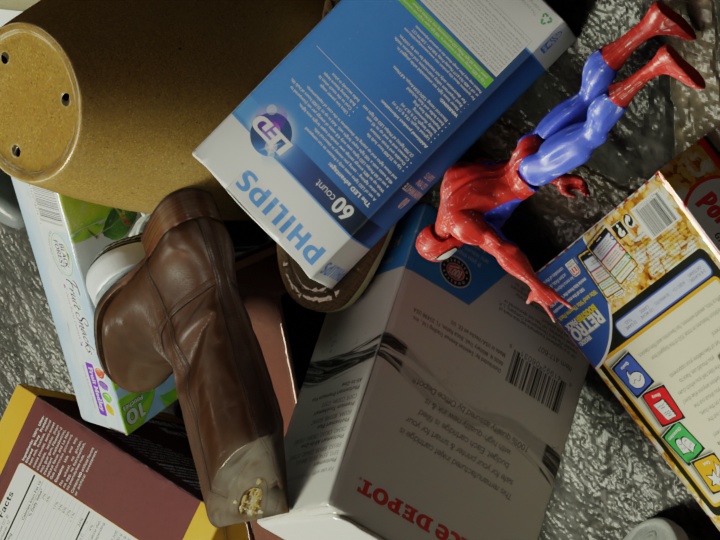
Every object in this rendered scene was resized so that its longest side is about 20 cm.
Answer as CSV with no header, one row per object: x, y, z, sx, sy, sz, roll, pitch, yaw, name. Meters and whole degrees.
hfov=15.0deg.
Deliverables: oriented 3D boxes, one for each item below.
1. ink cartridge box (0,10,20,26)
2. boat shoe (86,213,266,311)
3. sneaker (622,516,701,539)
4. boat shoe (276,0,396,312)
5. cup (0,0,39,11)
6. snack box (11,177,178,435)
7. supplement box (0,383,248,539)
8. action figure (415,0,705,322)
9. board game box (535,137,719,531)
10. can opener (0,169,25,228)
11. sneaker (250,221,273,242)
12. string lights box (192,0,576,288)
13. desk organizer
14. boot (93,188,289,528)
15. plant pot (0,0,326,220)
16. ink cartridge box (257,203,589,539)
-0.258,-0.161,1.883,0.199,0.044,0.174,13,138,43,ink cartridge box
-0.116,-0.013,1.740,0.074,0.199,0.068,-41,71,29,boat shoe
0.219,0.204,1.635,0.099,0.071,0.200,28,174,-18,sneaker
0.002,-0.072,1.601,0.071,0.076,0.201,13,87,13,boat shoe
-0.207,-0.240,1.683,0.143,0.200,0.201,32,140,10,cup
-0.145,-0.014,1.815,0.053,0.142,0.201,16,129,42,snack box
-0.142,0.190,1.899,0.199,0.197,0.133,29,96,31,supplement box
0.120,-0.051,1.509,0.200,0.065,0.099,-36,123,27,action figure
0.202,0.045,1.548,0.200,0.046,0.151,53,144,3,board game box
-0.206,-0.022,1.951,0.200,0.066,0.053,37,141,15,can opener
0.000,0.000,1.732,0.200,0.073,0.082,53,149,21,sneaker
0.014,-0.098,1.531,0.103,0.200,0.059,46,-175,13,string lights box
-0.035,0.088,1.698,0.077,0.071,0.201,12,118,49,desk organizer
-0.097,0.083,1.603,0.187,0.064,0.201,110,146,-50,boot
-0.127,-0.109,1.628,0.186,0.199,0.188,9,105,38,plant pot
0.042,0.087,1.598,0.146,0.201,0.084,33,153,-26,ink cartridge box
